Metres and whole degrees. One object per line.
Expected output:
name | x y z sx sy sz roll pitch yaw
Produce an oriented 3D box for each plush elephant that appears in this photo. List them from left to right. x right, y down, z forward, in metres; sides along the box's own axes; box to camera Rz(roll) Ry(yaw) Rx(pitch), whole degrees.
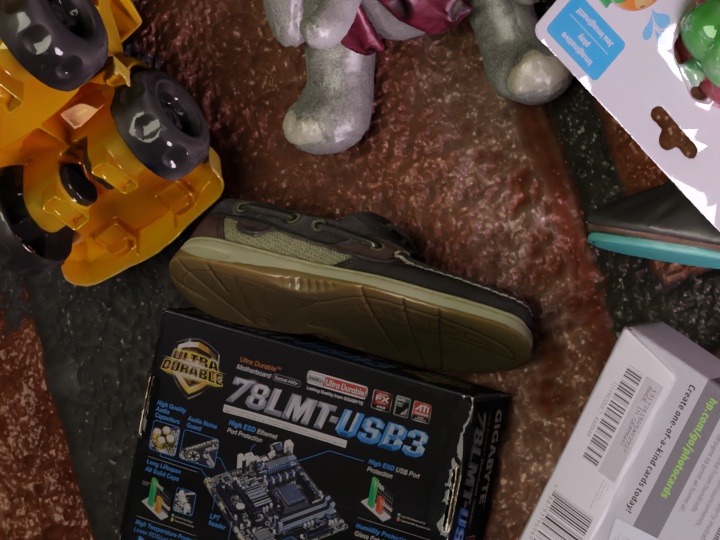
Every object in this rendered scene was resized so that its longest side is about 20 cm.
plush elephant | 0.002 -0.165 1.273 0.164 0.155 0.202 -3 89 28

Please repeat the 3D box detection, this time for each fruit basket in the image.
fruit basket | 0.199 -0.121 1.135 0.200 0.185 0.094 -50 29 -8

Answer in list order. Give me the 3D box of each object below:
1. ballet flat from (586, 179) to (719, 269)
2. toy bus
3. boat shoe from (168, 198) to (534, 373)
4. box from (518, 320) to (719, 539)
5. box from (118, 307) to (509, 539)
ballet flat | 0.209 -0.020 1.218 0.199 0.068 0.069 16 88 17
toy bus | -0.177 -0.118 1.384 0.135 0.200 0.193 -34 37 23
boat shoe | 0.000 0.000 1.324 0.200 0.072 0.066 11 60 21
box | 0.173 0.140 1.161 0.200 0.041 0.157 35 112 27
box | -0.033 0.137 1.352 0.199 0.050 0.200 14 96 28
